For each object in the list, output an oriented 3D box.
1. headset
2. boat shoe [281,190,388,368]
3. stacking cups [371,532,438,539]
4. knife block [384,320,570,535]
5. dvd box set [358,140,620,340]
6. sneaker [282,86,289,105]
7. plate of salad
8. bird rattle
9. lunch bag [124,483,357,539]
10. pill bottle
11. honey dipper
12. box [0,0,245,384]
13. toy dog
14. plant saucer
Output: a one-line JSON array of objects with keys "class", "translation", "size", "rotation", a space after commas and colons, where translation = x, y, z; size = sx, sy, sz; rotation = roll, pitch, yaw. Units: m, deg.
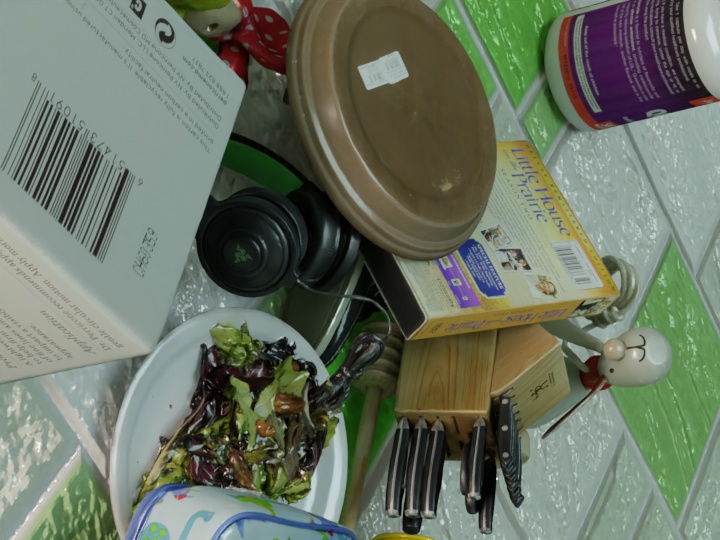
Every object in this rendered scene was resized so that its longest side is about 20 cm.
[{"class": "headset", "translation": [-0.055, -0.008, 1.199], "size": [0.200, 0.094, 0.123], "rotation": [48, 28, 25]}, {"class": "boat shoe", "translation": [-0.002, 0.001, 1.314], "size": [0.066, 0.074, 0.200], "rotation": [40, 40, -27]}, {"class": "stacking cups", "translation": [0.025, 0.284, 1.281], "size": [0.060, 0.060, 0.201], "rotation": [36, 52, -44]}, {"class": "knife block", "translation": [0.054, 0.093, 1.329], "size": [0.175, 0.200, 0.064], "rotation": [-35, 141, -15]}, {"class": "dvd box set", "translation": [0.078, -0.026, 1.312], "size": [0.199, 0.029, 0.147], "rotation": [-7, 59, -43]}, {"class": "sneaker", "translation": [0.028, -0.172, 1.369], "size": [0.112, 0.071, 0.201], "rotation": [29, 58, -7]}, {"class": "plate of salad", "translation": [-0.073, 0.123, 1.174], "size": [0.199, 0.048, 0.201], "rotation": [3, 86, -44]}, {"class": "bird rattle", "translation": [-0.106, -0.198, 1.204], "size": [0.200, 0.112, 0.164], "rotation": [6, 60, -57]}, {"class": "lunch bag", "translation": [-0.086, 0.227, 1.082], "size": [0.160, 0.082, 0.201], "rotation": [18, 86, -53]}, {"class": "pill bottle", "translation": [0.270, -0.195, 1.646], "size": [0.112, 0.199, 0.113], "rotation": [20, 65, -51]}, {"class": "honey dipper", "translation": [-0.001, 0.130, 1.312], "size": [0.038, 0.038, 0.201], "rotation": [43, 49, -41]}, {"class": "box", "translation": [-0.190, -0.077, 1.015], "size": [0.199, 0.130, 0.201], "rotation": [47, 45, -38]}, {"class": "toy dog", "translation": [0.131, 0.077, 1.407], "size": [0.096, 0.200, 0.132], "rotation": [15, 42, -37]}, {"class": "plant saucer", "translation": [0.028, -0.106, 1.244], "size": [0.200, 0.029, 0.201], "rotation": [23, 57, -41]}]
